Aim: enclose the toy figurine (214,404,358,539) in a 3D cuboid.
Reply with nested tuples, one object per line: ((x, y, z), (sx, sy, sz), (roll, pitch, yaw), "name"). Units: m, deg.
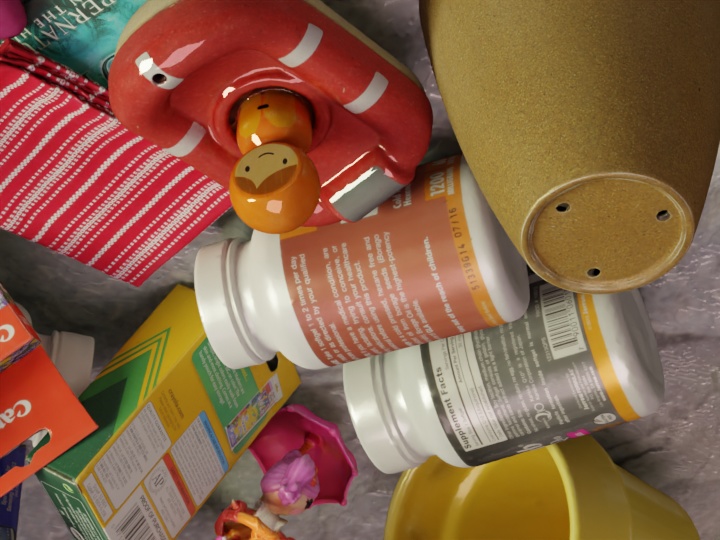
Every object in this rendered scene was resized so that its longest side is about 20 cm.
((-0.077, 0.182, 1.333), (0.150, 0.184, 0.200), (34, 175, -3), "toy figurine")

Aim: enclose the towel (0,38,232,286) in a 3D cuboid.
((-0.179, -0.059, 1.147), (0.200, 0.023, 0.145), (25, 133, -34), "towel")

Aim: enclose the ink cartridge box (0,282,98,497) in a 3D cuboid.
((-0.268, 0.048, 1.172), (0.109, 0.200, 0.050), (-36, 176, -6), "ink cartridge box")

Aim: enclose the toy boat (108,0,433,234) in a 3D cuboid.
((-0.051, -0.077, 1.054), (0.200, 0.131, 0.130), (32, 126, -33), "toy boat")

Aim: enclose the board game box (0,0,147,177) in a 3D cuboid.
((-0.153, -0.127, 1.115), (0.200, 0.028, 0.135), (-28, 130, 26), "board game box")

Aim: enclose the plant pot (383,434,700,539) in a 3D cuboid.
((0.149, 0.214, 1.369), (0.189, 0.201, 0.201), (16, 136, -38), "plant pot")

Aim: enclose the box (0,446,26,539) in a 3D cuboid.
((-0.305, 0.218, 1.409), (0.041, 0.119, 0.200), (22, 132, -24), "box")

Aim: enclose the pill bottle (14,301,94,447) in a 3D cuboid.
((-0.287, 0.068, 1.258), (0.199, 0.112, 0.112), (11, 135, -11), "pill bottle")

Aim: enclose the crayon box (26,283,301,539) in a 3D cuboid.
((-0.131, 0.103, 1.277), (0.051, 0.200, 0.126), (20, 146, 32), "crayon box")

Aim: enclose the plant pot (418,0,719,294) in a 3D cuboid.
((0.130, -0.090, 1.035), (0.186, 0.200, 0.187), (-1, 137, -1), "plant pot")

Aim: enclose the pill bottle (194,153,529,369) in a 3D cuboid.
((0.000, 0.000, 1.189), (0.199, 0.112, 0.112), (-15, 135, 14), "pill bottle")

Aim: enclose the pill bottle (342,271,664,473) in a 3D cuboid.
((0.097, 0.068, 1.258), (0.200, 0.117, 0.116), (-18, 133, 18), "pill bottle")

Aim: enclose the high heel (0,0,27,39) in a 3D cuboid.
((-0.283, -0.161, 1.017), (0.200, 0.096, 0.067), (24, 130, -15), "high heel")
